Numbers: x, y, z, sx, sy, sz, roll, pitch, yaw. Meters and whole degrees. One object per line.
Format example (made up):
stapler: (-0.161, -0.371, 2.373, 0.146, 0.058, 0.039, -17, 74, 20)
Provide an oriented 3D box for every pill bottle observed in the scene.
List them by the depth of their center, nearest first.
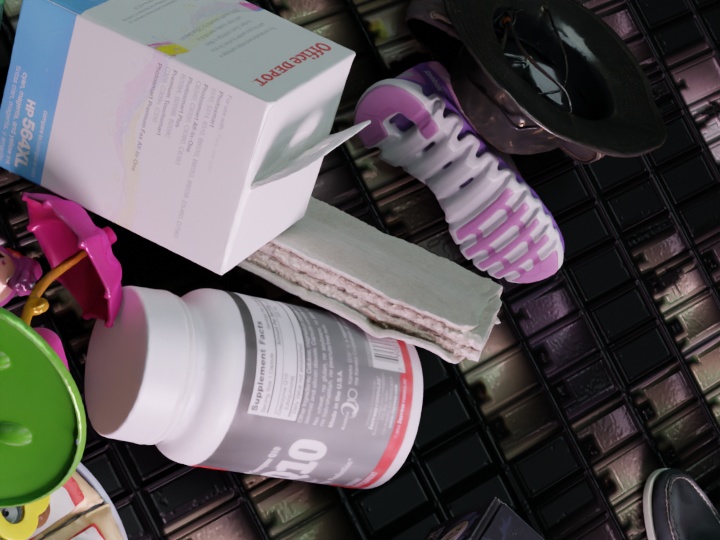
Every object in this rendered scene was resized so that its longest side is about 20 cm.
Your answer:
pill bottle: (-0.070, 0.075, 1.279, 0.199, 0.114, 0.114, 11, 66, -30)

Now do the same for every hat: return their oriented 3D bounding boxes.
hat: (0.125, -0.130, 1.442, 0.200, 0.081, 0.201, 26, 34, -20)

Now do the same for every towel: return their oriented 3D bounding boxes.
towel: (0.000, 0.000, 1.333, 0.200, 0.035, 0.133, 26, 17, 5)

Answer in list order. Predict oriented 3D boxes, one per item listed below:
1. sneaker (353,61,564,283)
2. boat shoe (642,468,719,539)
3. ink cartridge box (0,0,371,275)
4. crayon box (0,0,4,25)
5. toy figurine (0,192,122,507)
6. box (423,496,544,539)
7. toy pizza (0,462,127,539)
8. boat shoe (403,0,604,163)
sneaker: (0.086, -0.081, 1.478, 0.200, 0.080, 0.089, 47, 37, -12)
boat shoe: (0.277, 0.238, 1.484, 0.074, 0.066, 0.200, -10, 78, -36)
ink cartridge box: (-0.107, -0.098, 1.242, 0.200, 0.126, 0.129, 27, 29, 14)
crayon box: (-0.289, -0.232, 1.284, 0.118, 0.058, 0.201, 17, 63, -29)
toy figurine: (-0.226, 0.028, 1.192, 0.184, 0.199, 0.151, -63, 148, -54)
box: (0.101, 0.279, 1.279, 0.200, 0.086, 0.164, 44, 53, -8)
toy pizza: (-0.221, 0.183, 1.183, 0.200, 0.032, 0.201, 13, 65, -30)
boat shoe: (0.109, -0.148, 1.528, 0.200, 0.074, 0.073, 43, 65, -4)
